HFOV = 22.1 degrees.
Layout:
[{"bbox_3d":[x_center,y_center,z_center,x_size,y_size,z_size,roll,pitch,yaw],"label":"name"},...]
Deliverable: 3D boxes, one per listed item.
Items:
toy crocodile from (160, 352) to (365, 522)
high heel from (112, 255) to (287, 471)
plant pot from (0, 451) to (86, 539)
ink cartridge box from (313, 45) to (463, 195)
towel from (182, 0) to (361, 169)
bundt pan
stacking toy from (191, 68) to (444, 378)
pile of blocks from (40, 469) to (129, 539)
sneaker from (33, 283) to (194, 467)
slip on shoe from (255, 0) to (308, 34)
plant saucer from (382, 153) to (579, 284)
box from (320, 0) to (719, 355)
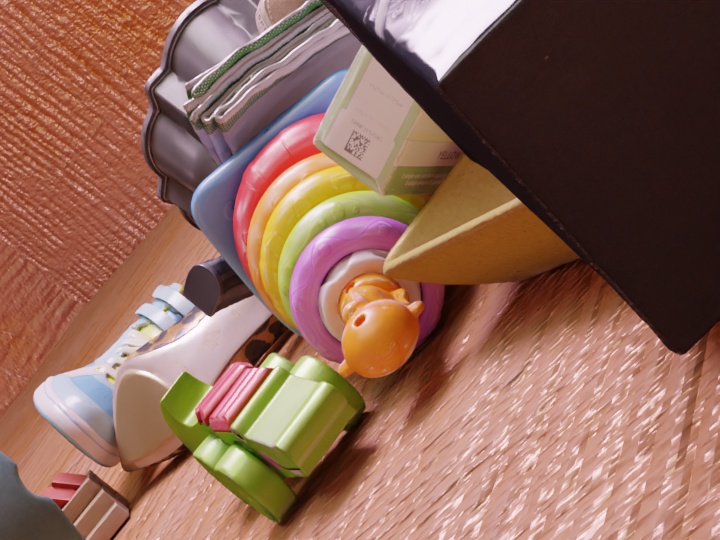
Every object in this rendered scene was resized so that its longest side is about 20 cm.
[{"bbox_3d":[-0.048,0.068,0.852,0.068,0.062,0.200,-51,9,-10],"label":"toy crocodile"},{"bbox_3d":[-0.083,0.050,1.207,0.142,0.071,0.201,-25,-27,-48],"label":"high heel"},{"bbox_3d":[-0.246,0.194,0.958,0.196,0.200,0.200,-46,6,-28],"label":"plant pot"},{"bbox_3d":[0.070,-0.130,0.805,0.145,0.048,0.201,-5,-52,-61],"label":"ink cartridge box"},{"bbox_3d":[-0.004,-0.077,0.974,0.149,0.031,0.200,-36,-28,-5],"label":"towel"},{"bbox_3d":[-0.022,-0.088,1.067,0.202,0.202,0.076,-50,49,2],"label":"bundt pan"},{"bbox_3d":[0.000,0.000,0.832,0.116,0.110,0.200,-39,21,6],"label":"stacking toy"},{"bbox_3d":[-0.235,0.204,1.237,0.200,0.062,0.082,-48,9,20],"label":"pile of blocks"},{"bbox_3d":[-0.152,0.063,1.295,0.131,0.079,0.200,-49,-1,5],"label":"sneaker"},{"bbox_3d":[0.028,-0.172,0.994,0.199,0.076,0.061,-29,-14,-37],"label":"slip on shoe"},{"bbox_3d":[0.109,-0.074,0.702,0.200,0.048,0.200,-53,10,-19],"label":"plant saucer"},{"bbox_3d":[0.098,-0.108,0.520,0.200,0.104,0.182,-44,25,3],"label":"box"}]
